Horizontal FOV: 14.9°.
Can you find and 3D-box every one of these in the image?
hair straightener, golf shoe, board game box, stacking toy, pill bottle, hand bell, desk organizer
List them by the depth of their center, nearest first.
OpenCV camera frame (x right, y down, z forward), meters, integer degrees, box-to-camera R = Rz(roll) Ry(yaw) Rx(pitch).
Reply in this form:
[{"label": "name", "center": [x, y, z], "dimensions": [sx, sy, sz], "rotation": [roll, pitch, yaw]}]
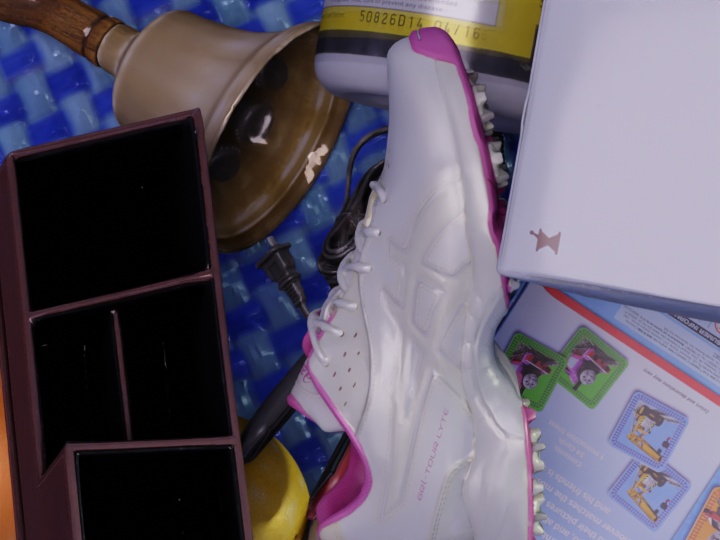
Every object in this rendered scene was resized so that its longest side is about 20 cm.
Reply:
[{"label": "golf shoe", "center": [0.015, 0.014, 0.997], "dimensions": [0.091, 0.075, 0.200], "rotation": [-6, 95, 1]}, {"label": "desk organizer", "center": [-0.088, 0.044, 1.011], "dimensions": [0.072, 0.077, 0.200], "rotation": [-1, 70, -20]}, {"label": "pill bottle", "center": [0.051, -0.159, 1.073], "dimensions": [0.112, 0.112, 0.200], "rotation": [10, 89, 11]}, {"label": "hair straightener", "center": [0.000, 0.000, 1.090], "dimensions": [0.077, 0.041, 0.200], "rotation": [32, 62, -1]}, {"label": "stacking toy", "center": [-0.071, 0.098, 1.096], "dimensions": [0.200, 0.146, 0.146], "rotation": [14, 90, 3]}, {"label": "board game box", "center": [0.100, 0.090, 1.109], "dimensions": [0.151, 0.037, 0.200], "rotation": [34, 94, 11]}, {"label": "hand bell", "center": [-0.111, -0.100, 1.143], "dimensions": [0.200, 0.104, 0.104], "rotation": [31, 93, 22]}]

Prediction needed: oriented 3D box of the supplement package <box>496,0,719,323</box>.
[{"label": "supplement package", "center": [0.130, -0.041, 0.988], "dimensions": [0.117, 0.200, 0.117], "rotation": [11, 90, 14]}]
